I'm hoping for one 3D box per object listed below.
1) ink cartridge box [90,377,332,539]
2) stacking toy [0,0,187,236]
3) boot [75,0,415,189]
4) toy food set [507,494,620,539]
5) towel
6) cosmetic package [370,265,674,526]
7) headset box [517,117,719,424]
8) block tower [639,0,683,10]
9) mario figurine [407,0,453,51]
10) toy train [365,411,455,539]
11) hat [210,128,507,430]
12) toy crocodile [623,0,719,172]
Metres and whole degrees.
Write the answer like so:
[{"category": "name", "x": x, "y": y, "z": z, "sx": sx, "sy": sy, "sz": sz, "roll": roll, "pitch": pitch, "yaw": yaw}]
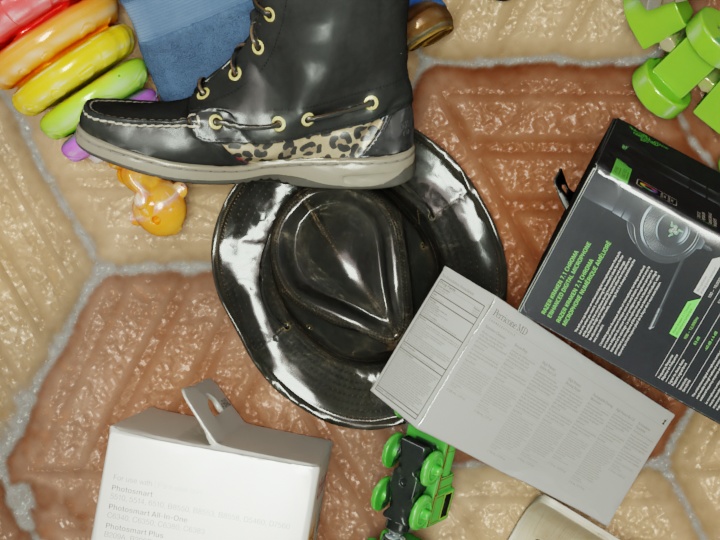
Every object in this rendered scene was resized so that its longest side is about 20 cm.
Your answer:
[{"category": "ink cartridge box", "x": -0.091, "y": 0.171, "z": 0.833, "sx": 0.124, "sy": 0.129, "sz": 0.203, "roll": 10, "pitch": 91, "yaw": 2}, {"category": "stacking toy", "x": -0.166, "y": -0.109, "z": 0.860, "sx": 0.115, "sy": 0.110, "sz": 0.201, "roll": -30, "pitch": 100, "yaw": 17}, {"category": "boot", "x": -0.060, "y": -0.127, "z": 0.786, "sx": 0.197, "sy": 0.073, "sz": 0.152, "roll": 5, "pitch": 113, "yaw": -2}, {"category": "toy food set", "x": 0.125, "y": 0.261, "z": 0.860, "sx": 0.142, "sy": 0.060, "sz": 0.201, "roll": 30, "pitch": 90, "yaw": 2}, {"category": "towel", "x": -0.086, "y": -0.162, "z": 0.839, "sx": 0.110, "sy": 0.049, "sz": 0.202, "roll": -17, "pitch": 109, "yaw": 11}, {"category": "cosmetic package", "x": 0.099, "y": 0.077, "z": 0.807, "sx": 0.199, "sy": 0.051, "sz": 0.083, "roll": 32, "pitch": 92, "yaw": -43}, {"category": "headset box", "x": 0.193, "y": 0.003, "z": 0.789, "sx": 0.198, "sy": 0.174, "sz": 0.093, "roll": 29, "pitch": 110, "yaw": 7}, {"category": "block tower", "x": 0.242, "y": -0.213, "z": 0.831, "sx": 0.198, "sy": 0.054, "sz": 0.058, "roll": -16, "pitch": 54, "yaw": -11}, {"category": "mario figurine", "x": -0.029, "y": -0.214, "z": 0.846, "sx": 0.123, "sy": 0.106, "sz": 0.202, "roll": -28, "pitch": 90, "yaw": 3}, {"category": "toy train", "x": 0.036, "y": 0.130, "z": 0.849, "sx": 0.041, "sy": 0.056, "sz": 0.202, "roll": 21, "pitch": 105, "yaw": 30}, {"category": "hat", "x": 0.000, "y": 0.000, "z": 0.855, "sx": 0.198, "sy": 0.081, "sz": 0.203, "roll": 0, "pitch": 90, "yaw": 1}, {"category": "toy crocodile", "x": 0.236, "y": -0.104, "z": 0.861, "sx": 0.200, "sy": 0.062, "sz": 0.068, "roll": 46, "pitch": 133, "yaw": 1}]
